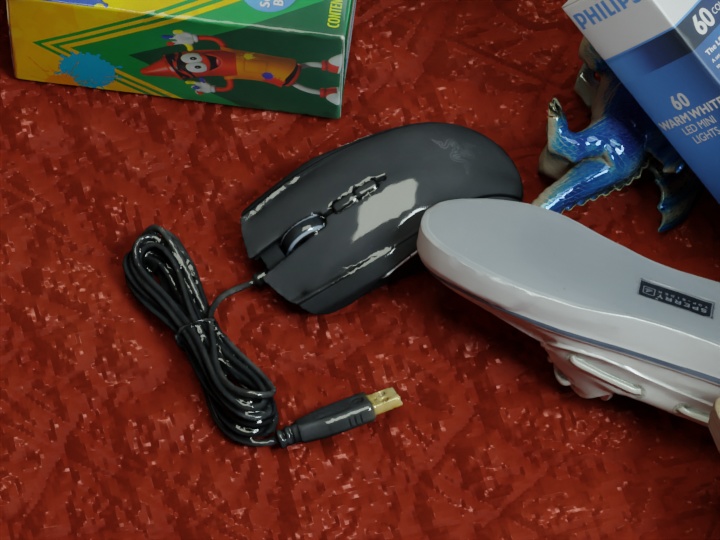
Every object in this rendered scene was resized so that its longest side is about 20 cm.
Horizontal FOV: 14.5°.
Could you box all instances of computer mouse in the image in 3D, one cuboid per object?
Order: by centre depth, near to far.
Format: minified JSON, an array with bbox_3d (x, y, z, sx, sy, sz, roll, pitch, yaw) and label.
[{"bbox_3d":[0.000,0.000,1.331,0.199,0.046,0.141,-20,61,-15],"label":"computer mouse"}]

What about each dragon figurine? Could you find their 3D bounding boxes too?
[{"bbox_3d":[0.140,-0.061,1.370,0.099,0.059,0.200,21,58,10],"label":"dragon figurine"}]

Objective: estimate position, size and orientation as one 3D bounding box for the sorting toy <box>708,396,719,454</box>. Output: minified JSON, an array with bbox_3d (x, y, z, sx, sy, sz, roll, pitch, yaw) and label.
[{"bbox_3d":[0.276,0.132,1.251,0.198,0.070,0.200,-14,61,-14],"label":"sorting toy"}]

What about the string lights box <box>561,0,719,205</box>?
[{"bbox_3d":[0.198,-0.084,1.329,0.200,0.059,0.103,50,58,-10],"label":"string lights box"}]

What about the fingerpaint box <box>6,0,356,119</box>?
[{"bbox_3d":[-0.078,-0.186,1.424,0.166,0.073,0.200,8,58,2],"label":"fingerpaint box"}]

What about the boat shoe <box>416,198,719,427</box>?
[{"bbox_3d":[0.115,0.030,1.308,0.200,0.065,0.074,23,35,8],"label":"boat shoe"}]
